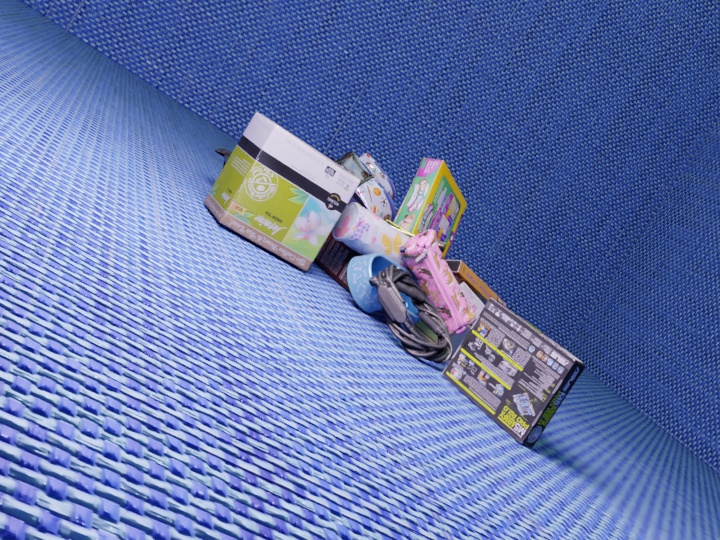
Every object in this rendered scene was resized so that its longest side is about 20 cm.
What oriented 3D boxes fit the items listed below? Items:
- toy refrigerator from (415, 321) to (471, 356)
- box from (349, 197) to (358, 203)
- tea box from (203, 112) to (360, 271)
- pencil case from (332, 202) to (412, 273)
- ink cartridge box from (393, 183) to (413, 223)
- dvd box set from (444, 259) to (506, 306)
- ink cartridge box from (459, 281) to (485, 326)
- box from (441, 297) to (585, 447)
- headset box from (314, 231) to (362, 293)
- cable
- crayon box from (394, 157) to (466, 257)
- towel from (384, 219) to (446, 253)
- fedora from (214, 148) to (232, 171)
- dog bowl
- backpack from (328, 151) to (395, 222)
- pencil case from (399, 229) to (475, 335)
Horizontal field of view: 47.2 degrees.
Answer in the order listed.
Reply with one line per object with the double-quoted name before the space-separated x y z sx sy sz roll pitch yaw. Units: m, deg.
"toy refrigerator" 0.137 0.094 1.709 0.070 0.077 0.200 26 11 -48
"box" -0.051 -0.148 1.733 0.199 0.033 0.121 31 -5 36
"tea box" -0.143 -0.142 1.497 0.198 0.199 0.134 28 7 -31
"pencil case" 0.040 -0.054 1.614 0.198 0.084 0.090 30 -11 -29
"ink cartridge box" 0.140 -0.081 1.944 0.083 0.202 0.145 15 -22 33
"dvd box set" 0.202 0.037 1.754 0.145 0.030 0.200 2 -27 41
"ink cartridge box" 0.223 0.108 1.738 0.120 0.042 0.200 50 -19 12
"box" 0.250 0.165 1.367 0.044 0.162 0.199 23 11 -47
"headset box" 0.000 0.000 1.712 0.148 0.078 0.199 26 9 -48
"cable" 0.096 0.082 1.480 0.201 0.051 0.163 53 21 10
"crayon box" 0.154 -0.114 1.823 0.057 0.203 0.173 10 -24 34
"towel" 0.104 -0.037 1.745 0.141 0.023 0.201 20 -23 6
"fedora" -0.242 -0.185 1.776 0.198 0.093 0.201 26 1 -1
"dog bowl" 0.057 0.037 1.557 0.199 0.049 0.113 31 48 -40
"backpack" -0.007 -0.157 1.898 0.192 0.153 0.200 56 -25 12
"pencil case" 0.149 0.025 1.572 0.086 0.082 0.202 -40 107 -48
